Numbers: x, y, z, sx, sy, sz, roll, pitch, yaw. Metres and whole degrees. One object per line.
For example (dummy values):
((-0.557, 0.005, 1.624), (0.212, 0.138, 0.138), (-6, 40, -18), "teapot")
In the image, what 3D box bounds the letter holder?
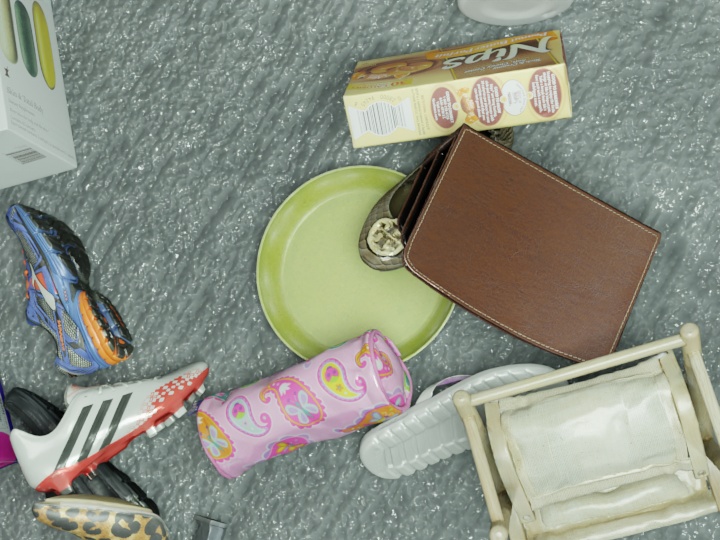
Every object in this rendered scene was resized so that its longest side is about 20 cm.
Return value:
((0.130, -0.007, 0.984), (0.200, 0.101, 0.142), (27, 74, -9), "letter holder")

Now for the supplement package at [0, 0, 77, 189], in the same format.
((-0.398, -0.196, 1.150), (0.150, 0.152, 0.200), (-14, 78, 9), "supplement package")

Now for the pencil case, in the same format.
((-0.054, 0.121, 1.044), (0.200, 0.087, 0.088), (-23, 77, 21), "pencil case")

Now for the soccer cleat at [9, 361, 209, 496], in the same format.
((-0.231, 0.130, 1.069), (0.200, 0.069, 0.085), (-35, 88, -26), "soccer cleat")

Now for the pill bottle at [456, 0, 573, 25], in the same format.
((0.143, -0.345, 1.080), (0.111, 0.111, 0.200), (-3, 80, 11), "pill bottle")

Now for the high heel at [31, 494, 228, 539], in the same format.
((-0.216, 0.281, 1.024), (0.071, 0.200, 0.143), (2, 74, 52), "high heel")

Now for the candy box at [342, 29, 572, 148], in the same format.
((0.091, -0.169, 1.057), (0.200, 0.115, 0.055), (-6, 116, 11), "candy box")

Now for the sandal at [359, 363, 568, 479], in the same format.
((0.090, 0.126, 1.044), (0.202, 0.083, 0.050), (-22, 34, 9), "sandal")

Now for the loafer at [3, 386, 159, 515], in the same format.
((-0.281, 0.194, 1.104), (0.201, 0.068, 0.070), (43, 82, 11), "loafer")

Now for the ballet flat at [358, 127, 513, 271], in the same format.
((0.072, -0.078, 1.056), (0.067, 0.046, 0.200), (42, 72, 14), "ballet flat")

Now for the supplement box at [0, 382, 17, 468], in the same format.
((-0.423, 0.149, 1.074), (0.103, 0.200, 0.101), (-21, 77, 8), "supplement box")

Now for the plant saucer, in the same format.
((0.000, 0.000, 1.096), (0.200, 0.031, 0.200), (-2, 80, 12), "plant saucer")

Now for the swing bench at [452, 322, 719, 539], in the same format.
((0.199, 0.154, 0.948), (0.199, 0.200, 0.130), (-16, 69, 8), "swing bench")

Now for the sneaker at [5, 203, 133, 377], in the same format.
((-0.308, 0.019, 1.138), (0.078, 0.075, 0.200), (-33, 74, 8), "sneaker")
